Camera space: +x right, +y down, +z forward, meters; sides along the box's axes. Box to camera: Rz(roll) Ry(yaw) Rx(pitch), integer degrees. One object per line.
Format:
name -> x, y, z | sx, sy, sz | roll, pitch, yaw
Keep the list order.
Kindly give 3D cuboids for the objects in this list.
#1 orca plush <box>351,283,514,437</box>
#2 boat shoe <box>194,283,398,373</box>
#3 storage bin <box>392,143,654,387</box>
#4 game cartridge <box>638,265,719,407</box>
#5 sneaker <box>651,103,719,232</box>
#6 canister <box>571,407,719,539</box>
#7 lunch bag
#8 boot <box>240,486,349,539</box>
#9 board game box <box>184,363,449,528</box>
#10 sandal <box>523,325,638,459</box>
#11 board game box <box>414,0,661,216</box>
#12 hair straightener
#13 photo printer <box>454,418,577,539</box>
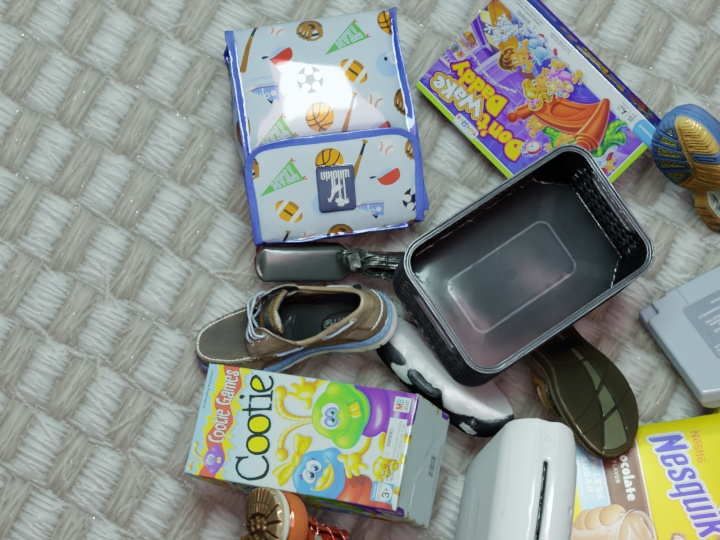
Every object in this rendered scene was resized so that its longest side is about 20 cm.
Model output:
orca plush -> 0.046, 0.101, 1.483 | 0.200, 0.105, 0.071 | 30, 117, 5
boat shoe -> -0.070, 0.045, 1.455 | 0.199, 0.072, 0.072 | -15, 63, 18
storage bin -> 0.143, -0.003, 1.423 | 0.200, 0.094, 0.135 | -33, 83, -10
game cartridge -> 0.379, 0.045, 1.493 | 0.200, 0.041, 0.134 | -26, 50, -5
sneaker -> 0.332, -0.111, 1.480 | 0.075, 0.200, 0.088 | 17, 73, 36
canister -> 0.269, 0.211, 1.465 | 0.199, 0.087, 0.149 | -8, 74, -2
lunch bag -> -0.033, -0.129, 1.483 | 0.169, 0.124, 0.201 | -8, 85, -4
boot -> -0.049, 0.239, 1.402 | 0.107, 0.200, 0.075 | -3, 63, -8
board game box -> -0.037, 0.155, 1.416 | 0.199, 0.103, 0.105 | 6, 76, 21
sandal -> 0.185, 0.099, 1.476 | 0.082, 0.055, 0.200 | -17, 52, -31
board game box -> 0.170, -0.155, 1.505 | 0.200, 0.045, 0.134 | 45, 113, 4
hair straightener -> 0.000, 0.000, 1.492 | 0.199, 0.077, 0.041 | 6, 97, -4
photo printer -> 0.130, 0.221, 1.369 | 0.069, 0.200, 0.167 | 12, 69, -5
